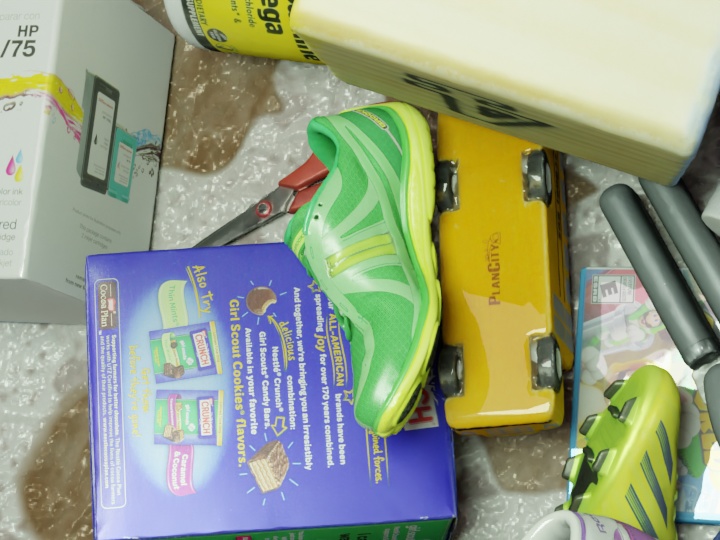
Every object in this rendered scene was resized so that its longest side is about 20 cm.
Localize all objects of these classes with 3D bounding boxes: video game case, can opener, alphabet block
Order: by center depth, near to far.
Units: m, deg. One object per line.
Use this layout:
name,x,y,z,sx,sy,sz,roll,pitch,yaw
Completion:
alphabet block,0.098,-0.166,0.888,0.200,0.196,0.196,20,89,8
can opener,0.190,0.027,0.950,0.053,0.066,0.200,-31,64,15
video game case,0.215,0.069,0.972,0.200,0.018,0.143,0,78,22

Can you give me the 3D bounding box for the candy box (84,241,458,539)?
candy box,-0.051,0.074,1.006,0.200,0.077,0.169,-3,71,-2

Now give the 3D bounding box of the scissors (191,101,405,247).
scissors,-0.050,-0.049,1.112,0.200,0.014,0.073,-17,75,19

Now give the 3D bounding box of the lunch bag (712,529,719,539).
lunch bag,0.227,0.186,0.849,0.136,0.200,0.132,25,70,27

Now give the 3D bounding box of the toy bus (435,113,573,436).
toy bus,0.082,-0.005,1.003,0.065,0.078,0.200,-6,73,16

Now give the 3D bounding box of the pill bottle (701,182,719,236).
pill bottle,0.268,-0.092,0.933,0.112,0.112,0.200,31,90,25

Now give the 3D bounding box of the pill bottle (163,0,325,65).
pill bottle,-0.011,-0.179,1.068,0.200,0.112,0.113,9,82,24

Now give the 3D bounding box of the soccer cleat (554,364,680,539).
soccer cleat,0.146,0.150,0.953,0.084,0.065,0.201,14,94,-5

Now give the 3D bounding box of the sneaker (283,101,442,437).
sneaker,0.000,0.000,0.959,0.083,0.074,0.200,1,60,-6

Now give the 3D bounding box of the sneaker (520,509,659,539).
sneaker,0.088,0.214,0.854,0.073,0.114,0.201,-2,69,45

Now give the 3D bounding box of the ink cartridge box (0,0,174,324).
ink cartridge box,-0.222,-0.078,1.112,0.146,0.146,0.200,0,77,22
